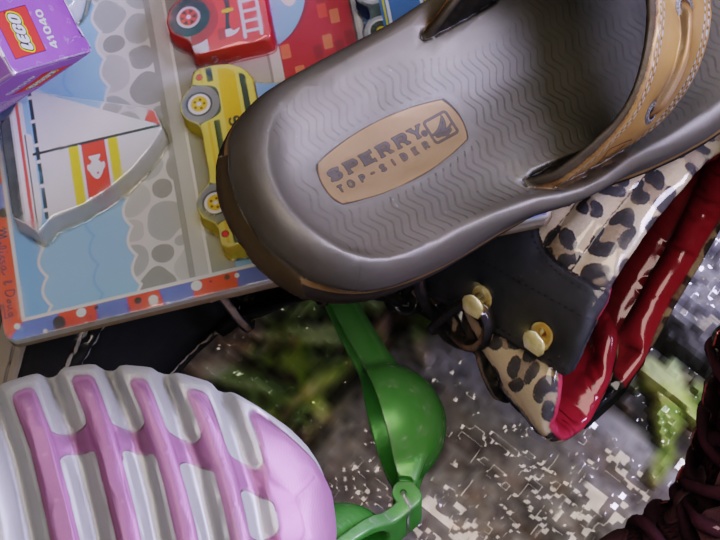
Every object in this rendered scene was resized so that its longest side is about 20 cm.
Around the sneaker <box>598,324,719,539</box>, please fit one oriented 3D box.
[{"bbox_3d":[0.096,0.059,0.831,0.115,0.076,0.201,-11,107,6],"label":"sneaker"}]

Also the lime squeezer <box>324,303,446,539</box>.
[{"bbox_3d":[-0.014,0.061,0.870,0.070,0.038,0.201,19,67,-10],"label":"lime squeezer"}]

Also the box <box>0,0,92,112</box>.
[{"bbox_3d":[-0.180,-0.074,0.838,0.199,0.039,0.137,-30,87,34],"label":"box"}]

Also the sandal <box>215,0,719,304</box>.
[{"bbox_3d":[0.049,-0.061,0.777,0.199,0.055,0.082,-28,75,-29],"label":"sandal"}]

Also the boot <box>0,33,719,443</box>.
[{"bbox_3d":[0.000,0.000,0.844,0.150,0.073,0.200,33,80,22],"label":"boot"}]

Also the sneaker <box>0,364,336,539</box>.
[{"bbox_3d":[-0.106,0.080,0.820,0.199,0.089,0.081,-7,71,-5],"label":"sneaker"}]

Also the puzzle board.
[{"bbox_3d":[-0.040,-0.087,0.836,0.150,0.017,0.201,-13,64,2],"label":"puzzle board"}]
